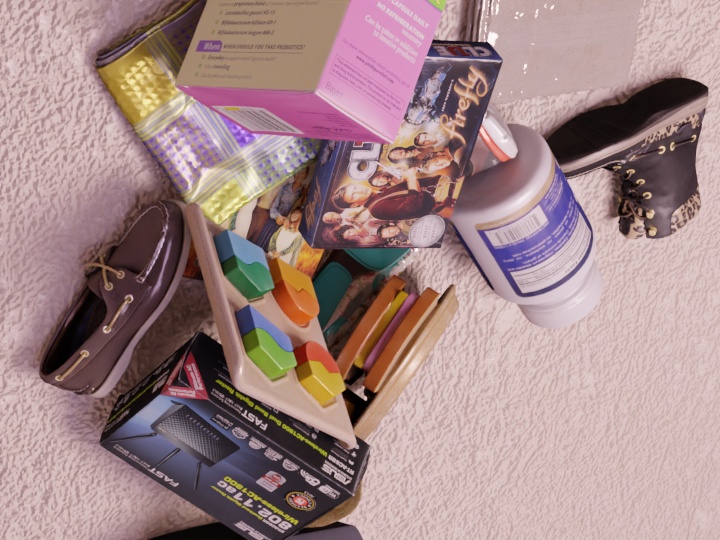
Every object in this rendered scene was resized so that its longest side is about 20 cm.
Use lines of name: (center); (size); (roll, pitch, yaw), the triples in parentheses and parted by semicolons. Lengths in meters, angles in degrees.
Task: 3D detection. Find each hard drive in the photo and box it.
hard drive: (-0.107, 0.275, 1.743); (0.200, 0.135, 0.042); (-6, 94, -29)

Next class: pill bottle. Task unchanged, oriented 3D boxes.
pill bottle: (0.163, -0.037, 1.739); (0.120, 0.120, 0.200); (-41, 132, -7)

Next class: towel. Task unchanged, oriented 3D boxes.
towel: (0.184, -0.228, 1.696); (0.200, 0.034, 0.133); (-10, 124, -28)
towel: (-0.123, -0.141, 1.518); (0.144, 0.023, 0.200); (-33, 122, -5)

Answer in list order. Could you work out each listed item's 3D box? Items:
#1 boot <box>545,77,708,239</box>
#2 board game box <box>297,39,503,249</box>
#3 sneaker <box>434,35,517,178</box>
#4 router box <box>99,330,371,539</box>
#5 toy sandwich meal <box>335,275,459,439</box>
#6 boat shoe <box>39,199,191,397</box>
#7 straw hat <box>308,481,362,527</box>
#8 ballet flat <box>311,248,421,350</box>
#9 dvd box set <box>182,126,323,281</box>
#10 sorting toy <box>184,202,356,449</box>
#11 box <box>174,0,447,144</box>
boot: (0.275, -0.098, 1.814); (0.200, 0.073, 0.151); (-28, 130, -24)
board game box: (0.033, -0.110, 1.567); (0.135, 0.035, 0.200); (-1, 126, -26)
sneaker: (0.061, -0.155, 1.621); (0.082, 0.077, 0.200); (-36, 116, 14)
router box: (-0.115, 0.158, 1.606); (0.200, 0.062, 0.150); (35, 137, -15)
toy sandwich meal: (0.021, 0.078, 1.706); (0.070, 0.205, 0.205); (35, 96, 1)
boat shoe: (-0.215, 0.022, 1.553); (0.060, 0.072, 0.200); (16, 113, -42)
straw hat: (-0.083, 0.153, 1.700); (0.085, 0.201, 0.201); (-69, 149, -43)
ballet flat: (0.000, 0.000, 1.698); (0.200, 0.076, 0.064); (-45, 163, 3)
dvd box set: (-0.077, -0.076, 1.611); (0.146, 0.029, 0.200); (12, 110, -37)
sorting toy: (-0.071, 0.047, 1.534); (0.036, 0.185, 0.200); (-30, 145, 16)
box: (-0.029, -0.213, 1.424); (0.097, 0.176, 0.200); (29, 75, -42)
